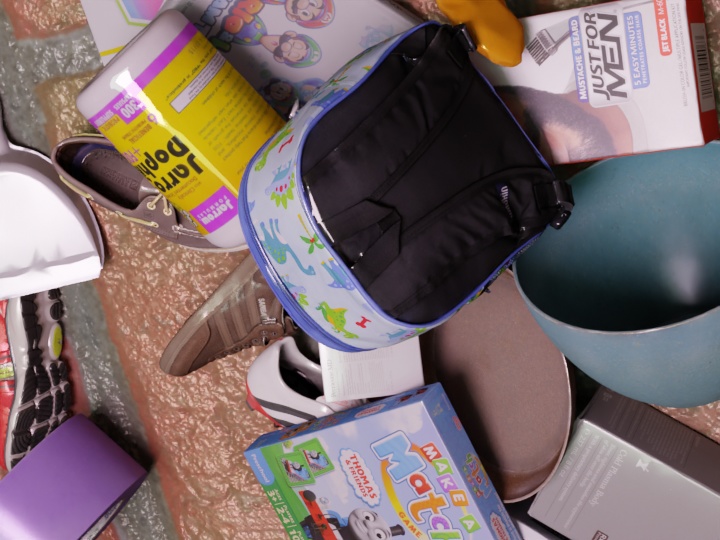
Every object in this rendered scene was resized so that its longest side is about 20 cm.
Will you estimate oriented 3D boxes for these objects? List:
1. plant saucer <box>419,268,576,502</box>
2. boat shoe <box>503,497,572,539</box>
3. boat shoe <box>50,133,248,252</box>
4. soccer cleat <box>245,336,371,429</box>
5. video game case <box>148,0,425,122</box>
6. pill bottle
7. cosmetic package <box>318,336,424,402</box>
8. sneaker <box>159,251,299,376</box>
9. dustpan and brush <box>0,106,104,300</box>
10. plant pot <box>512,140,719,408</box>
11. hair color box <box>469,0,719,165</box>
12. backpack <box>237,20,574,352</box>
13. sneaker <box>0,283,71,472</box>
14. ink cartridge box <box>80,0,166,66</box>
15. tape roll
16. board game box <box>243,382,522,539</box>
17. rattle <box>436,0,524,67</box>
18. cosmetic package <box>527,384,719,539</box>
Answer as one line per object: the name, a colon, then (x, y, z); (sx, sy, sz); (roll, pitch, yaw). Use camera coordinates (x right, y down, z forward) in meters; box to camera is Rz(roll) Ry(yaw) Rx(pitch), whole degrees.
plant saucer: (0.104, 0.083, 1.162); (0.200, 0.032, 0.200); (19, 115, 48)
boat shoe: (0.130, 0.228, 1.197); (0.200, 0.070, 0.066); (30, 106, 33)
boat shoe: (-0.169, -0.067, 1.218); (0.200, 0.060, 0.072); (22, 90, 26)
soccer cleat: (-0.010, 0.133, 1.244); (0.200, 0.069, 0.085); (38, 138, 6)
video game case: (-0.074, -0.160, 1.137); (0.182, 0.024, 0.200); (28, 123, -25)
pill bottle: (-0.106, -0.088, 1.083); (0.104, 0.104, 0.200); (-36, 106, 30)
cosmetic package: (0.000, 0.000, 1.172); (0.082, 0.051, 0.200); (-6, 99, 0)
sneaker: (-0.095, 0.041, 1.249); (0.076, 0.070, 0.200); (43, 121, -2)
dustpan and brush: (-0.314, -0.081, 1.297); (0.139, 0.057, 0.200); (-13, 105, 1)
plant pot: (0.224, 0.021, 1.053); (0.200, 0.200, 0.135); (-7, 130, 25)
hair color box: (0.151, -0.134, 1.070); (0.200, 0.064, 0.111); (-7, 96, 26)
backpack: (0.013, -0.045, 1.001); (0.147, 0.200, 0.183); (-22, 107, 49)
sneaker: (-0.323, 0.088, 1.361); (0.085, 0.077, 0.200); (5, 96, 28)
ink cartridge box: (-0.177, -0.257, 1.169); (0.104, 0.059, 0.200); (-10, 106, 26)
tape roll: (-0.291, 0.231, 1.332); (0.085, 0.200, 0.200); (42, 120, 3)
board game box: (0.015, 0.184, 1.193); (0.200, 0.037, 0.151); (-21, 101, 38)
rattle: (0.095, -0.267, 0.999); (0.200, 0.130, 0.143); (-52, 46, 19)
cosmetic package: (0.248, 0.188, 1.155); (0.200, 0.090, 0.107); (29, 116, 13)
